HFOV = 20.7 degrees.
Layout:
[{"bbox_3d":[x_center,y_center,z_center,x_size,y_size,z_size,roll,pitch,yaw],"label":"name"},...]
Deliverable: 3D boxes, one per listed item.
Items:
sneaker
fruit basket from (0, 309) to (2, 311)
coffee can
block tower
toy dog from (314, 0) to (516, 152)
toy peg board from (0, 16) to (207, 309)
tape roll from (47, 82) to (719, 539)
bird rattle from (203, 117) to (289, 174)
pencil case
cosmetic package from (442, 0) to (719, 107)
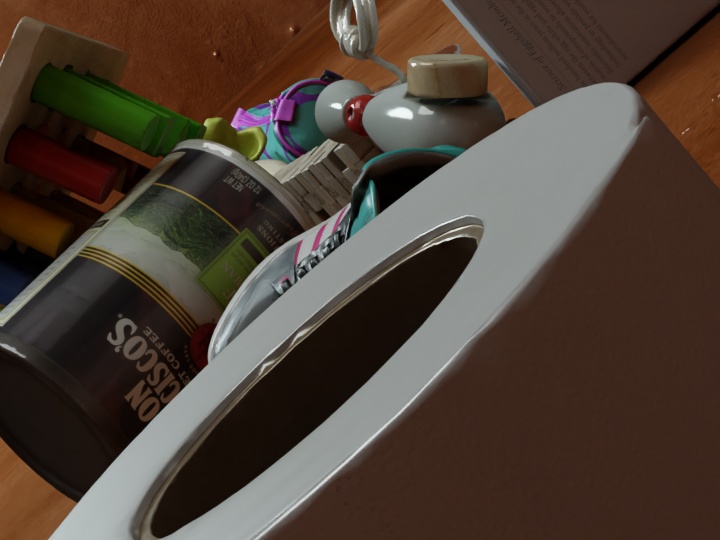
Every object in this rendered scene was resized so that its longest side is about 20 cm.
[{"bbox_3d":[0.000,0.000,1.088,0.200,0.084,0.121,-42,0,-7],"label":"sneaker"},{"bbox_3d":[-0.215,0.016,1.495,0.155,0.216,0.216,-32,14,46],"label":"fruit basket"},{"bbox_3d":[-0.132,0.034,1.242,0.200,0.146,0.146,-47,11,-29],"label":"coffee can"},{"bbox_3d":[-0.026,-0.067,1.539,0.054,0.058,0.200,-47,10,-34],"label":"block tower"},{"bbox_3d":[0.049,-0.098,1.247,0.200,0.096,0.132,-124,40,-52],"label":"toy dog"},{"bbox_3d":[-0.192,-0.049,1.310,0.200,0.098,0.199,-6,-60,-81],"label":"toy peg board"},{"bbox_3d":[0.030,0.073,0.463,0.203,0.139,0.203,-40,10,8],"label":"tape roll"},{"bbox_3d":[-0.122,-0.041,1.694,0.163,0.113,0.200,-2,41,49],"label":"bird rattle"},{"bbox_3d":[-0.061,-0.129,1.837,0.085,0.092,0.200,-63,12,-10],"label":"pencil case"},{"bbox_3d":[0.129,-0.225,1.194,0.200,0.199,0.123,-41,10,4],"label":"cosmetic package"}]
